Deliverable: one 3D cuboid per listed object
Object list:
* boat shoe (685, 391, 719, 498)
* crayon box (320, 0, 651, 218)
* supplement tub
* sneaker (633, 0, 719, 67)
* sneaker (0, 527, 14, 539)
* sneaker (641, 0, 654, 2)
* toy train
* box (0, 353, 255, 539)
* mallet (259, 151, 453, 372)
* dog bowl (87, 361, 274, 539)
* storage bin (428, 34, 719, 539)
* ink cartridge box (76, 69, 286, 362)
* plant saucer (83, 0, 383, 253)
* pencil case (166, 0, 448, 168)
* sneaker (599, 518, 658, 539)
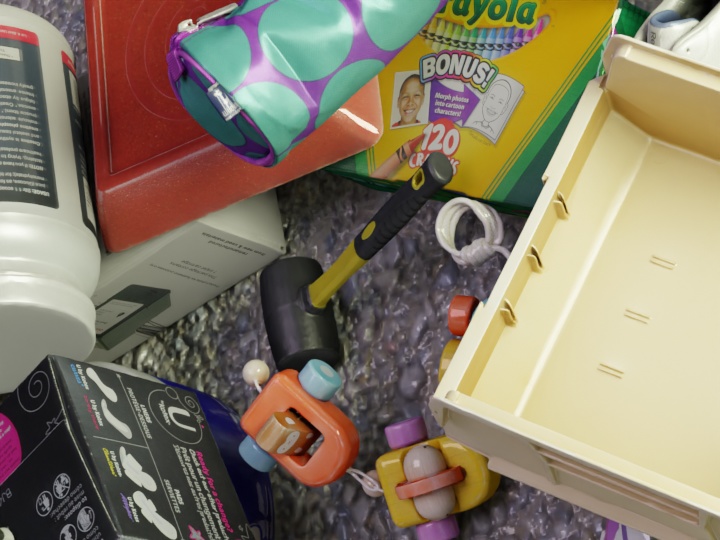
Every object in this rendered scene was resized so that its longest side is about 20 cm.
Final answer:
[{"bbox_3d":[0.192,0.082,1.352,0.062,0.072,0.201,-26,65,17],"label":"boat shoe"},{"bbox_3d":[0.072,-0.094,1.537,0.200,0.058,0.119,12,85,46],"label":"crayon box"},{"bbox_3d":[-0.227,-0.042,1.635,0.140,0.140,0.201,-30,58,35],"label":"supplement tub"},{"bbox_3d":[0.164,-0.087,1.425,0.074,0.087,0.201,18,91,44],"label":"sneaker"},{"bbox_3d":[-0.264,0.146,1.510,0.200,0.075,0.081,29,108,46],"label":"sneaker"},{"bbox_3d":[0.109,-0.209,1.491,0.075,0.084,0.200,-59,25,8],"label":"sneaker"},{"bbox_3d":[0.022,0.064,1.495,0.150,0.056,0.200,47,111,10],"label":"toy train"},{"bbox_3d":[-0.168,0.165,1.537,0.200,0.115,0.132,-46,51,26],"label":"box"},{"bbox_3d":[0.000,0.000,1.553,0.200,0.041,0.066,-37,56,55],"label":"mallet"},{"bbox_3d":[-0.146,0.159,1.655,0.200,0.079,0.201,-17,65,40],"label":"dog bowl"},{"bbox_3d":[0.158,0.018,1.301,0.198,0.094,0.200,21,74,19],"label":"storage bin"},{"bbox_3d":[-0.152,-0.039,1.722,0.200,0.084,0.146,-31,57,33],"label":"ink cartridge box"},{"bbox_3d":[-0.087,-0.134,1.619,0.200,0.037,0.200,-22,60,29],"label":"plant saucer"},{"bbox_3d":[-0.012,-0.151,1.508,0.200,0.092,0.085,-45,17,-9],"label":"pencil case"},{"bbox_3d":[0.125,0.168,1.391,0.114,0.073,0.201,-19,64,43],"label":"sneaker"}]
